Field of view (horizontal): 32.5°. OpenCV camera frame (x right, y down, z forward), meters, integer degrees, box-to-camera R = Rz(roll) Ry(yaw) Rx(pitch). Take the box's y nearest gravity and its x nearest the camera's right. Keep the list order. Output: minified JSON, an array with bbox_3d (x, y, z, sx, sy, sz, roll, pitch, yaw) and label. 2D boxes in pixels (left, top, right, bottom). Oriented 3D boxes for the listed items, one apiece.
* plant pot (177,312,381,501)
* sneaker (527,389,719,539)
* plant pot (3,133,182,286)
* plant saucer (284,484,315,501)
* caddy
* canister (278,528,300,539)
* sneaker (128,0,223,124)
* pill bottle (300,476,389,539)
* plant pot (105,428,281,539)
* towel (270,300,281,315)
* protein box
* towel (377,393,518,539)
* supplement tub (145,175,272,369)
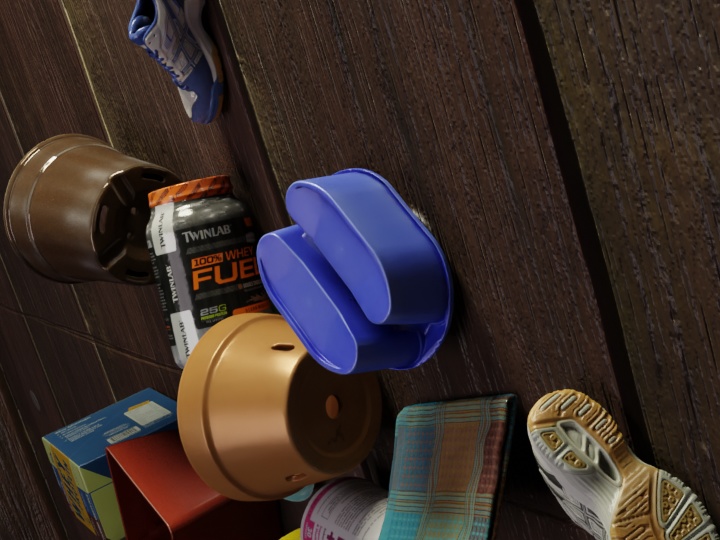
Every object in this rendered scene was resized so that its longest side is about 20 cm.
[{"bbox_3d":[-0.071,0.141,1.288,0.139,0.199,0.202,-7,106,45],"label":"plant pot"},{"bbox_3d":[0.202,0.181,0.938,0.201,0.075,0.088,55,168,28],"label":"sneaker"},{"bbox_3d":[-0.322,-0.068,1.579,0.197,0.199,0.202,13,123,48],"label":"plant pot"},{"bbox_3d":[-0.122,0.202,1.555,0.199,0.027,0.202,31,141,30],"label":"plant saucer"},{"bbox_3d":[0.000,0.000,1.115,0.201,0.104,0.142,52,127,26],"label":"caddy"},{"bbox_3d":[-0.043,0.448,1.586,0.148,0.086,0.202,30,135,50],"label":"canister"},{"bbox_3d":[-0.205,-0.244,1.308,0.075,0.088,0.202,27,136,49],"label":"sneaker"},{"bbox_3d":[0.029,0.293,1.288,0.199,0.113,0.115,11,121,59],"label":"pill bottle"},{"bbox_3d":[-0.220,0.333,1.719,0.199,0.175,0.202,38,142,44],"label":"plant pot"},{"bbox_3d":[-0.157,0.057,1.535,0.150,0.030,0.201,54,152,21],"label":"towel"},{"bbox_3d":[-0.361,0.300,1.930,0.199,0.197,0.136,11,121,60],"label":"protein box"},{"bbox_3d":[0.075,0.189,1.128,0.200,0.021,0.148,-22,55,63],"label":"towel"},{"bbox_3d":[-0.172,0.001,1.393,0.122,0.121,0.202,-10,94,63],"label":"supplement tub"}]
